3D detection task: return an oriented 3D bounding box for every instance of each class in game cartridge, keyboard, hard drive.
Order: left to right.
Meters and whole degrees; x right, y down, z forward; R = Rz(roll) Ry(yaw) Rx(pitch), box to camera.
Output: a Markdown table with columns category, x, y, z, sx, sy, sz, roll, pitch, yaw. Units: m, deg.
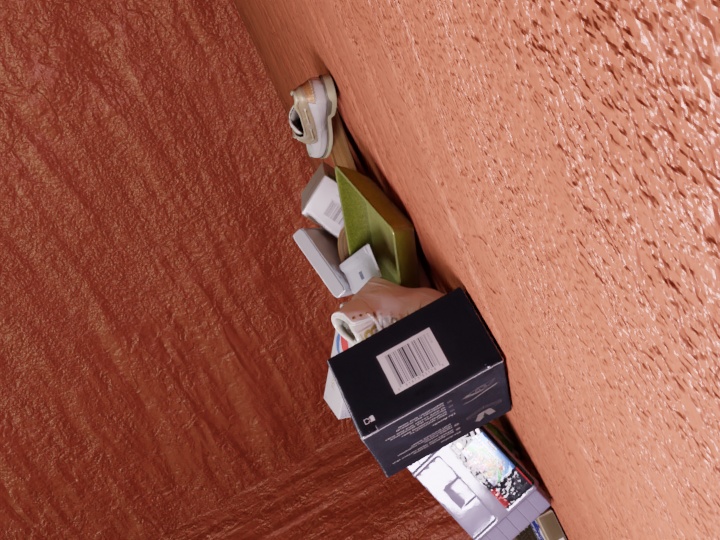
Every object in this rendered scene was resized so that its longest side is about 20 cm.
| category | x | y | z | sx | sy | sz | roll | pitch | yaw |
| --- | --- | --- | --- | --- | --- | --- | --- | --- | --- |
| hard drive | -0.042 | -0.017 | 1.719 | 0.133 | 0.026 | 0.200 | 54 | -166 | 8 |
| keyboard | 0.000 | 0.000 | 1.543 | 0.057 | 0.011 | 0.200 | 62 | 165 | 1 |
| game cartridge | 0.165 | 0.299 | 1.396 | 0.200 | 0.130 | 0.038 | 46 | -160 | 4 |

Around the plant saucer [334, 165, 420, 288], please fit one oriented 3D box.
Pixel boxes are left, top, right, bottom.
| category | x | y | z | sx | sy | sz | roll | pitch | yaw |
| --- | --- | --- | --- | --- | --- | --- | --- | --- | --- |
| plant saucer | 0.034 | -0.041 | 1.471 | 0.200 | 0.047 | 0.202 | 51 | 157 | 46 |

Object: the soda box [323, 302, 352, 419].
| category | x | y | z | sx | sy | sz | roll | pitch | yaw |
| --- | --- | --- | --- | --- | --- | --- | --- | --- | --- |
| soda box | -0.011 | 0.157 | 1.700 | 0.068 | 0.063 | 0.203 | 46 | 132 | 49 |

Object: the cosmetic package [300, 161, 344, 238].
| category | x | y | z | sx | sy | sz | roll | pitch | yaw |
| --- | --- | --- | --- | --- | --- | --- | --- | --- | --- |
| cosmetic package | -0.048 | -0.127 | 1.783 | 0.107 | 0.086 | 0.200 | 32 | -169 | -12 |

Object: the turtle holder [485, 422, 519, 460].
| category | x | y | z | sx | sy | sz | roll | pitch | yaw |
| --- | --- | --- | --- | --- | --- | --- | --- | --- | --- |
| turtle holder | 0.194 | 0.300 | 1.493 | 0.131 | 0.183 | 0.144 | 31 | -124 | -41 |

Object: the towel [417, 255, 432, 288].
| category | x | y | z | sx | sy | sz | roll | pitch | yaw |
| --- | --- | --- | --- | --- | --- | --- | --- | --- | --- |
| towel | 0.077 | -0.010 | 1.590 | 0.203 | 0.032 | 0.191 | 63 | 179 | 14 |

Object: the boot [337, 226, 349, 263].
| category | x | y | z | sx | sy | sz | roll | pitch | yaw |
| --- | --- | --- | --- | --- | --- | --- | --- | --- | --- |
| boot | 0.029 | -0.002 | 1.725 | 0.202 | 0.073 | 0.155 | 59 | -168 | -8 |

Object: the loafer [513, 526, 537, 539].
| category | x | y | z | sx | sy | sz | roll | pitch | yaw |
| --- | --- | --- | --- | --- | --- | --- | --- | --- | --- |
| loafer | 0.258 | 0.408 | 1.710 | 0.202 | 0.075 | 0.067 | 64 | 171 | -20 |

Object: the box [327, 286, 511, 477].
| category | x | y | z | sx | sy | sz | roll | pitch | yaw |
| --- | --- | --- | --- | --- | --- | --- | --- | --- | --- |
| box | 0.081 | 0.149 | 1.243 | 0.119 | 0.194 | 0.201 | 61 | 178 | 28 |

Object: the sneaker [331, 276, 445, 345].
| category | x | y | z | sx | sy | sz | roll | pitch | yaw |
| --- | --- | --- | --- | --- | --- | --- | --- | --- | --- |
| sneaker | 0.047 | 0.076 | 1.351 | 0.198 | 0.115 | 0.075 | 12 | 130 | 46 |

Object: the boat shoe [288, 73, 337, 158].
| category | x | y | z | sx | sy | sz | roll | pitch | yaw |
| --- | --- | --- | --- | --- | --- | --- | --- | --- | --- |
| boat shoe | -0.082 | -0.242 | 1.545 | 0.201 | 0.067 | 0.076 | 99 | 154 | -64 |

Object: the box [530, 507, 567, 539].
| category | x | y | z | sx | sy | sz | roll | pitch | yaw |
| --- | --- | --- | --- | --- | --- | --- | --- | --- | --- |
| box | 0.293 | 0.411 | 1.529 | 0.123 | 0.032 | 0.200 | 63 | 179 | -3 |

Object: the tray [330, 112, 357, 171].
| category | x | y | z | sx | sy | sz | roll | pitch | yaw |
| --- | --- | --- | --- | --- | --- | --- | --- | --- | --- |
| tray | -0.023 | -0.167 | 1.633 | 0.099 | 0.036 | 0.203 | 67 | -176 | -59 |
